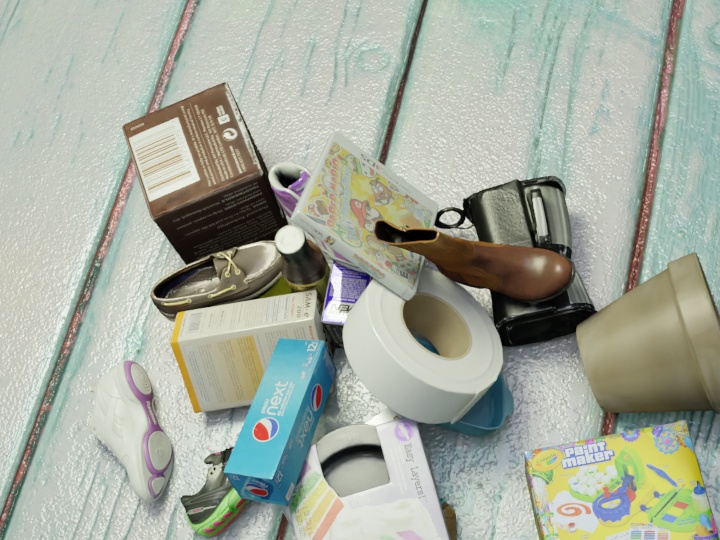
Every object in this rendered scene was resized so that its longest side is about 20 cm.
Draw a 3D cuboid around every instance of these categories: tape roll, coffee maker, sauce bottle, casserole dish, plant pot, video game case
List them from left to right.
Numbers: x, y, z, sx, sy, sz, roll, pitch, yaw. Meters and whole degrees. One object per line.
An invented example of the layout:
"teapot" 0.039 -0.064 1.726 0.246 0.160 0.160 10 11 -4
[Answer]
"sauce bottle" -0.076 -0.003 1.369 0.065 0.200 0.067 -4 67 10
"video game case" 0.013 -0.076 1.302 0.181 0.023 0.201 34 38 -12
"tape roll" 0.080 0.091 1.272 0.201 0.071 0.204 21 40 -19
"casserole dish" 0.104 0.154 1.319 0.198 0.039 0.122 19 41 -8
"coffee maker" 0.209 -0.003 1.376 0.191 0.134 0.202 -21 62 28
"plant pot" 0.372 0.098 1.271 0.172 0.200 0.202 -19 65 18

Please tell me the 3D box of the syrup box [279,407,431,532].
"syrup box" -0.010 0.266 1.311 0.199 0.079 0.082 -34 66 -5

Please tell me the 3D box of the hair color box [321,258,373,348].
"hair color box" 0.000 0.000 1.404 0.064 0.109 0.202 7 69 13

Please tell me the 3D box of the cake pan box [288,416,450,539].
"cake pan box" 0.007 0.291 1.229 0.182 0.052 0.202 -15 66 1

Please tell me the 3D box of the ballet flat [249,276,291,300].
"ballet flat" -0.182 0.038 1.442 0.199 0.067 0.067 -29 64 -3

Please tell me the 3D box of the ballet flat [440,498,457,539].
"ballet flat" 0.035 0.360 1.282 0.198 0.068 0.073 -22 85 -4

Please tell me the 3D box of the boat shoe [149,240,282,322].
"boat shoe" -0.193 0.008 1.387 0.198 0.060 0.072 -22 64 2

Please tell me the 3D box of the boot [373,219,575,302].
"boot" 0.141 -0.024 1.218 0.187 0.199 0.069 15 83 39

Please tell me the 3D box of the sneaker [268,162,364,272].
"sneaker" -0.046 -0.073 1.323 0.199 0.114 0.073 32 77 26

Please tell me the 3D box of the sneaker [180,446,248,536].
"sneaker" -0.162 0.260 1.342 0.084 0.077 0.200 41 78 18

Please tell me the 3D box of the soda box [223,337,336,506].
"soda box" -0.095 0.182 1.242 0.067 0.065 0.201 3 49 22

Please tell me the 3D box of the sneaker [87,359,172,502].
"sneaker" -0.321 0.230 1.395 0.099 0.075 0.202 -28 64 18

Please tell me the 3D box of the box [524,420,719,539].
"box" 0.314 0.305 1.217 0.198 0.122 0.195 -11 66 5

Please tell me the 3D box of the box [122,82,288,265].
"box" -0.216 -0.127 1.444 0.163 0.200 0.167 -23 66 -1

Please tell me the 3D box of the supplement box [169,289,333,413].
"supplement box" -0.143 0.110 1.367 0.197 0.127 0.074 -9 31 5
